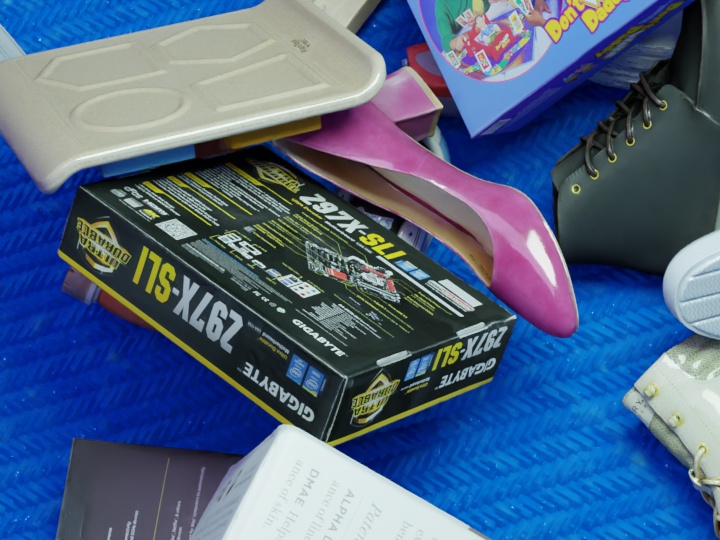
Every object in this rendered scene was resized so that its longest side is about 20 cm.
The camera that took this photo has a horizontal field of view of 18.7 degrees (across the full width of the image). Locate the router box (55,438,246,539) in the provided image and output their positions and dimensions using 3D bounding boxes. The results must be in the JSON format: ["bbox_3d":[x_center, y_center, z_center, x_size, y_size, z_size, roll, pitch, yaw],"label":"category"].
[{"bbox_3d":[-0.106,0.202,1.237,0.148,0.051,0.202,5,74,14],"label":"router box"}]

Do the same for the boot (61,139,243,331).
[{"bbox_3d":[-0.089,-0.048,1.324,0.107,0.075,0.201,27,71,-1],"label":"boot"}]

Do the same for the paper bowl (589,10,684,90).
[{"bbox_3d":[0.172,-0.216,1.278,0.199,0.104,0.202,2,69,-4],"label":"paper bowl"}]

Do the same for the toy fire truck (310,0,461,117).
[{"bbox_3d":[0.015,-0.182,1.352,0.140,0.049,0.202,-12,70,8],"label":"toy fire truck"}]

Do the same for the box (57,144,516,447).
[{"bbox_3d":[-0.039,0.008,1.177,0.199,0.159,0.050,34,117,26],"label":"box"}]

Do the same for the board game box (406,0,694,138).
[{"bbox_3d":[0.109,-0.180,1.190,0.200,0.045,0.135,-35,75,42],"label":"board game box"}]

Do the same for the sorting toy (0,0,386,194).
[{"bbox_3d":[-0.103,-0.100,1.228,0.199,0.037,0.185,-18,26,-15],"label":"sorting toy"}]

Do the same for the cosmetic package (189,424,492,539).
[{"bbox_3d":[-0.006,0.208,1.116,0.199,0.165,0.166,30,72,-6],"label":"cosmetic package"}]

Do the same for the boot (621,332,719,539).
[{"bbox_3d":[0.196,0.126,1.191,0.200,0.072,0.155,-43,69,-13],"label":"boot"}]

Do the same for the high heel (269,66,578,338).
[{"bbox_3d":[0.036,-0.028,1.207,0.095,0.068,0.201,-25,67,-23],"label":"high heel"}]

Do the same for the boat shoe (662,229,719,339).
[{"bbox_3d":[0.253,-0.010,1.213,0.198,0.073,0.062,-11,30,-18],"label":"boat shoe"}]

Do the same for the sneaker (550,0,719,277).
[{"bbox_3d":[0.161,-0.084,1.213,0.105,0.202,0.075,1,26,1],"label":"sneaker"}]

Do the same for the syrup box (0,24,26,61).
[{"bbox_3d":[-0.309,-0.092,1.371,0.079,0.081,0.200,36,81,23],"label":"syrup box"}]

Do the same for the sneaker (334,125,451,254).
[{"bbox_3d":[0.000,0.000,1.279,0.071,0.073,0.202,14,76,15],"label":"sneaker"}]
